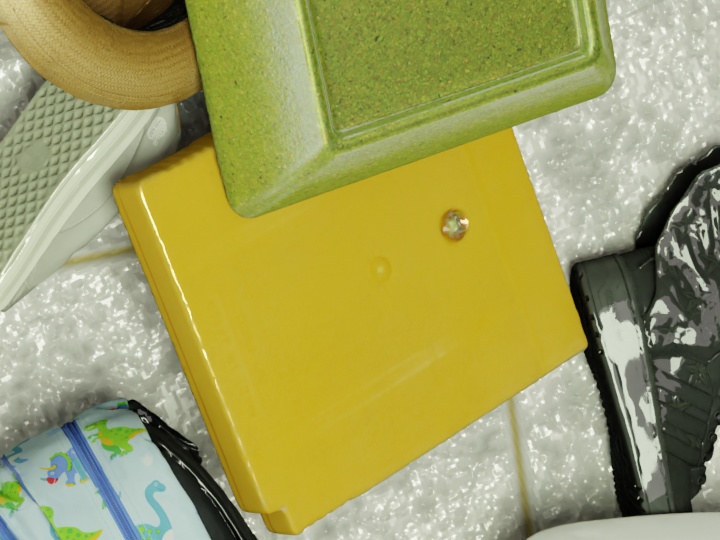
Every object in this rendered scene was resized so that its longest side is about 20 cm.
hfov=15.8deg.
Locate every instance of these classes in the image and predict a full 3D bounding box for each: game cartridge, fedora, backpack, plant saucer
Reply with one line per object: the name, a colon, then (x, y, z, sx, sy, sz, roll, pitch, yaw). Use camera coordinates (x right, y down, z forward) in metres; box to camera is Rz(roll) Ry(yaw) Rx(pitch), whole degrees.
game cartridge: (0.000, 0.000, 1.170, 0.200, 0.032, 0.177, -29, 107, -31)
fedora: (-0.117, -0.166, 1.102, 0.200, 0.082, 0.202, 4, 85, -47)
backpack: (-0.091, 0.157, 1.152, 0.153, 0.163, 0.201, -14, 96, -4)
plant saucer: (0.023, -0.138, 1.096, 0.199, 0.048, 0.201, -20, 112, -22)

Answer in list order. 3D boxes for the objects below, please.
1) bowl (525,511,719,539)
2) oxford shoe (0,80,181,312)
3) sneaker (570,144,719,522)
bowl: (0.154, 0.218, 1.241, 0.199, 0.075, 0.201, 0, 121, -15)
oxford shoe: (-0.151, -0.019, 1.150, 0.200, 0.075, 0.058, -47, 144, -1)
sneaker: (0.165, 0.047, 1.246, 0.104, 0.060, 0.201, -16, 101, -7)
